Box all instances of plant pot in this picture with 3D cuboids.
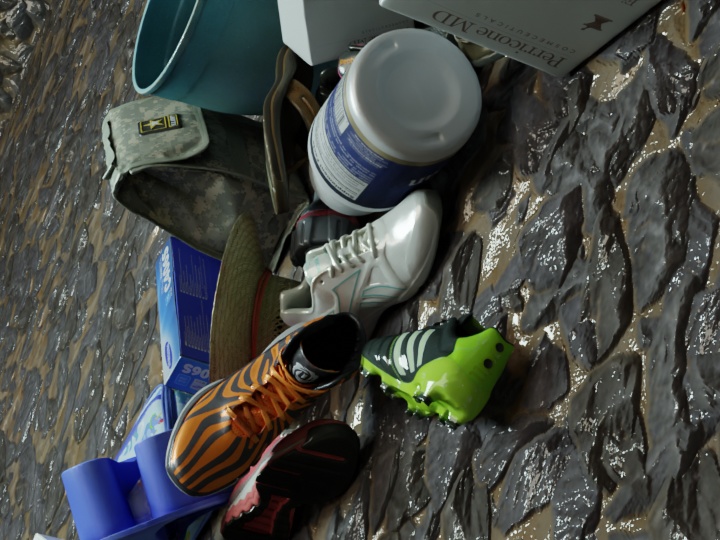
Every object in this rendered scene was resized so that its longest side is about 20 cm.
[{"bbox_3d":[-0.108,-0.246,1.678,0.200,0.188,0.200,-46,34,45],"label":"plant pot"}]

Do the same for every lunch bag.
[{"bbox_3d":[-0.171,-0.103,1.695,0.118,0.200,0.164,-62,23,22],"label":"lunch bag"},{"bbox_3d":[-0.214,0.229,1.696,0.200,0.082,0.161,-58,24,27],"label":"lunch bag"}]

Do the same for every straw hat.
[{"bbox_3d":[-0.074,0.046,1.502,0.201,0.085,0.201,8,-90,-83],"label":"straw hat"}]

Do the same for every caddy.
[{"bbox_3d":[-0.189,0.212,1.499,0.200,0.141,0.105,45,-157,-82],"label":"caddy"}]

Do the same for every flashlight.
[{"bbox_3d":[-0.026,-0.090,1.529,0.068,0.068,0.200,-25,47,38],"label":"flashlight"}]

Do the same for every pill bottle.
[{"bbox_3d":[0.019,-0.114,1.368,0.200,0.111,0.111,135,148,-68],"label":"pill bottle"}]

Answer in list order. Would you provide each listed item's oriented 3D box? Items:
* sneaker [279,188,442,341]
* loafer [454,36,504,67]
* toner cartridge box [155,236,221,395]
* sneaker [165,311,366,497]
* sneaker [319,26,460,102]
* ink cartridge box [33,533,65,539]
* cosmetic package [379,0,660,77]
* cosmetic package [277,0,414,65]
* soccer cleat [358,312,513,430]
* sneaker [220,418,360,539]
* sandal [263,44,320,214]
[{"bbox_3d":[0.000,0.000,1.386,0.200,0.080,0.071,-50,29,38],"label":"sneaker"},{"bbox_3d":[0.094,-0.245,1.346,0.075,0.070,0.200,-29,41,23],"label":"loafer"},{"bbox_3d":[-0.156,0.051,1.679,0.043,0.095,0.200,-59,25,29],"label":"toner cartridge box"},{"bbox_3d":[-0.074,0.097,1.321,0.200,0.078,0.112,-47,4,-25],"label":"sneaker"},{"bbox_3d":[0.026,-0.172,1.447,0.200,0.086,0.080,-31,47,56],"label":"sneaker"},{"bbox_3d":[-0.237,0.329,1.511,0.125,0.200,0.129,7,79,67],"label":"ink cartridge box"},{"bbox_3d":[0.137,-0.274,1.169,0.200,0.167,0.167,-37,41,55],"label":"cosmetic package"},{"bbox_3d":[-0.021,-0.299,1.487,0.081,0.113,0.200,-135,31,-58],"label":"cosmetic package"},{"bbox_3d":[0.058,0.070,1.234,0.081,0.068,0.200,-49,16,-10],"label":"soccer cleat"},{"bbox_3d":[-0.066,0.164,1.416,0.200,0.074,0.087,-47,31,45],"label":"sneaker"},{"bbox_3d":[-0.055,-0.136,1.506,0.200,0.054,0.082,-80,-14,-48],"label":"sandal"}]
